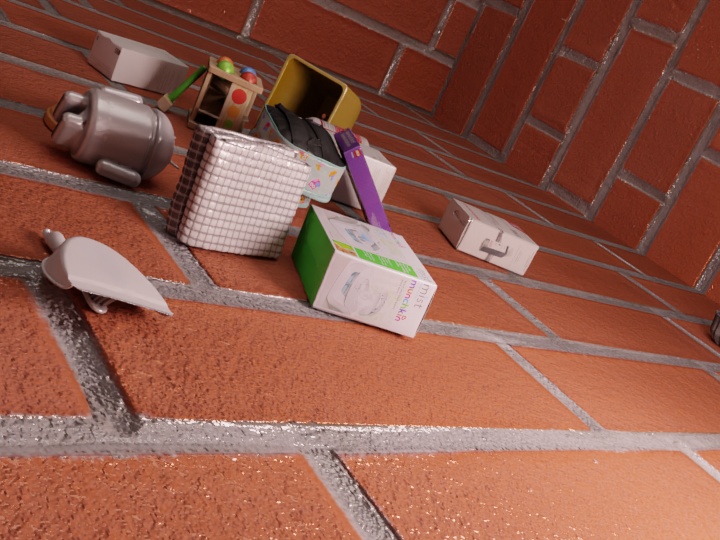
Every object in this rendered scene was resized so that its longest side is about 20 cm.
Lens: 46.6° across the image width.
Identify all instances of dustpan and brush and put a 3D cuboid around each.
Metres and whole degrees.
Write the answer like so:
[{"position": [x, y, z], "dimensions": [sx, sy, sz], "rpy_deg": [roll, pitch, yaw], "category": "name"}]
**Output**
[{"position": [-0.309, -0.005, 0.932], "dimensions": [0.139, 0.058, 0.200], "rpy_deg": [24, 20, -51], "category": "dustpan and brush"}]

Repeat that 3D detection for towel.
[{"position": [-0.181, -0.117, 1.236], "dimensions": [0.085, 0.169, 0.198], "rpy_deg": [31, 16, 37], "category": "towel"}]

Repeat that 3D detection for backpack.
[{"position": [-0.124, -0.212, 1.606], "dimensions": [0.174, 0.155, 0.200], "rpy_deg": [23, 15, -32], "category": "backpack"}]

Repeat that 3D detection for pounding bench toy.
[{"position": [-0.326, -0.390, 1.817], "dimensions": [0.197, 0.158, 0.125], "rpy_deg": [20, 18, -18], "category": "pounding bench toy"}]

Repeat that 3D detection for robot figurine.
[{"position": [-0.375, -0.210, 1.301], "dimensions": [0.197, 0.112, 0.173], "rpy_deg": [14, 60, -35], "category": "robot figurine"}]

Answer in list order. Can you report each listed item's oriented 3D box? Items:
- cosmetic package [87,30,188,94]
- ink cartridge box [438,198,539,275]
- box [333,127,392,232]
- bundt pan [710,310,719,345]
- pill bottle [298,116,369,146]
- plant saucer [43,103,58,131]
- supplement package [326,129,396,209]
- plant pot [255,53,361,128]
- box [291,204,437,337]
[{"position": [-0.509, -0.474, 1.923], "dimensions": [0.112, 0.082, 0.198], "rpy_deg": [37, 21, 33], "category": "cosmetic package"}, {"position": [0.300, -0.081, 1.979], "dimensions": [0.197, 0.086, 0.146], "rpy_deg": [22, 18, -22], "category": "ink cartridge box"}, {"position": [0.006, -0.169, 1.659], "dimensions": [0.038, 0.203, 0.137], "rpy_deg": [-22, 26, -1], "category": "box"}, {"position": [1.057, 0.195, 2.314], "dimensions": [0.199, 0.077, 0.202], "rpy_deg": [25, 18, -8], "category": "bundt pan"}, {"position": [-0.086, -0.289, 1.958], "dimensions": [0.197, 0.114, 0.113], "rpy_deg": [17, 19, -26], "category": "pill bottle"}, {"position": [-0.438, -0.242, 1.430], "dimensions": [0.197, 0.038, 0.201], "rpy_deg": [25, 17, -8], "category": "plant saucer"}, {"position": [-0.043, -0.223, 1.821], "dimensions": [0.197, 0.119, 0.117], "rpy_deg": [17, 20, -28], "category": "supplement package"}, {"position": [-0.109, -0.397, 2.129], "dimensions": [0.193, 0.198, 0.199], "rpy_deg": [33, 9, 22], "category": "plant pot"}, {"position": [0.000, 0.000, 1.285], "dimensions": [0.173, 0.098, 0.201], "rpy_deg": [18, 18, -20], "category": "box"}]
